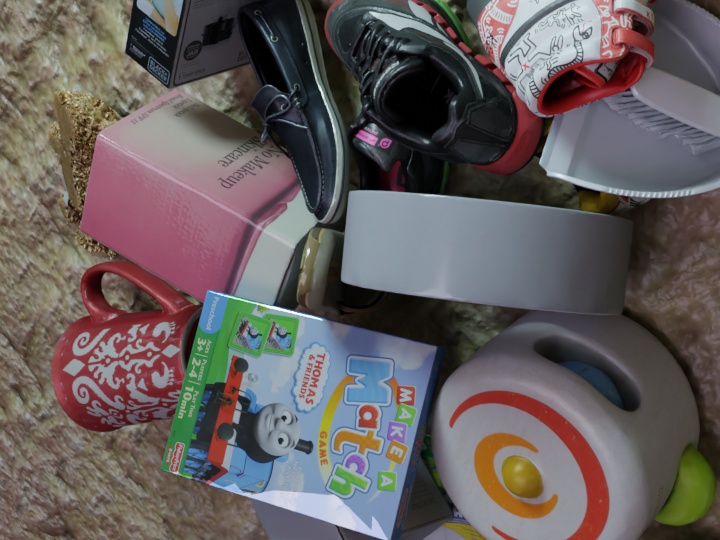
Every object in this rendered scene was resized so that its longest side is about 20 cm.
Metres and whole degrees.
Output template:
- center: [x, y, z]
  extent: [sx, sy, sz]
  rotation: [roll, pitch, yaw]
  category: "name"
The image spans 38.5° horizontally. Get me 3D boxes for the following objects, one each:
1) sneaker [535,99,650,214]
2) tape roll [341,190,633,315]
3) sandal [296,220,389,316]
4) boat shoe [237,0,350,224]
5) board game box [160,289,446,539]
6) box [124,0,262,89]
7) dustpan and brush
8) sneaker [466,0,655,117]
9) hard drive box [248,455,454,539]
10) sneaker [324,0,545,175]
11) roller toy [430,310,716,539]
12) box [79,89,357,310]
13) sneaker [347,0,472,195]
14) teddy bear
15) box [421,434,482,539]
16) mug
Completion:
- center: [0.136, -0.127, 0.703]
  extent: [0.200, 0.082, 0.078]
  rotation: [54, 149, 6]
  category: "sneaker"
- center: [0.087, -0.013, 0.725]
  extent: [0.200, 0.200, 0.067]
  rotation: [7, 91, 38]
  category: "tape roll"
- center: [0.000, 0.000, 0.826]
  extent: [0.054, 0.200, 0.081]
  rotation: [8, 93, 13]
  category: "sandal"
- center: [-0.056, -0.132, 0.845]
  extent: [0.075, 0.062, 0.201]
  rotation: [-29, 73, 64]
  category: "boat shoe"
- center: [-0.047, 0.111, 0.814]
  extent: [0.199, 0.037, 0.152]
  rotation: [12, 85, 18]
  category: "board game box"
- center: [-0.115, -0.257, 0.834]
  extent: [0.060, 0.116, 0.201]
  rotation: [40, 134, 20]
  category: "box"
- center: [0.230, -0.093, 0.651]
  extent: [0.199, 0.140, 0.057]
  rotation: [21, 171, -6]
  category: "dustpan and brush"
- center: [0.166, -0.176, 0.617]
  extent: [0.201, 0.067, 0.108]
  rotation: [-34, 59, 22]
  category: "sneaker"
- center: [-0.031, 0.161, 0.913]
  extent: [0.077, 0.155, 0.201]
  rotation: [-44, 64, 29]
  category: "hard drive box"
- center: [0.030, -0.136, 0.693]
  extent: [0.200, 0.098, 0.071]
  rotation: [45, 121, 33]
  category: "sneaker"
- center: [0.150, 0.129, 0.794]
  extent: [0.199, 0.140, 0.183]
  rotation: [-14, 102, 44]
  category: "roller toy"
- center: [-0.125, -0.055, 0.912]
  extent: [0.199, 0.128, 0.109]
  rotation: [29, 126, 10]
  category: "box"
- center: [0.036, -0.118, 0.800]
  extent: [0.076, 0.084, 0.201]
  rotation: [22, 125, 29]
  category: "sneaker"
- center: [-0.282, -0.103, 1.098]
  extent: [0.145, 0.067, 0.201]
  rotation: [36, 135, 45]
  category: "teddy bear"
- center: [0.094, 0.252, 0.974]
  extent: [0.117, 0.048, 0.201]
  rotation: [7, 115, 38]
  category: "box"
- center: [-0.228, 0.086, 1.094]
  extent: [0.199, 0.134, 0.178]
  rotation: [-10, 127, 39]
  category: "mug"
